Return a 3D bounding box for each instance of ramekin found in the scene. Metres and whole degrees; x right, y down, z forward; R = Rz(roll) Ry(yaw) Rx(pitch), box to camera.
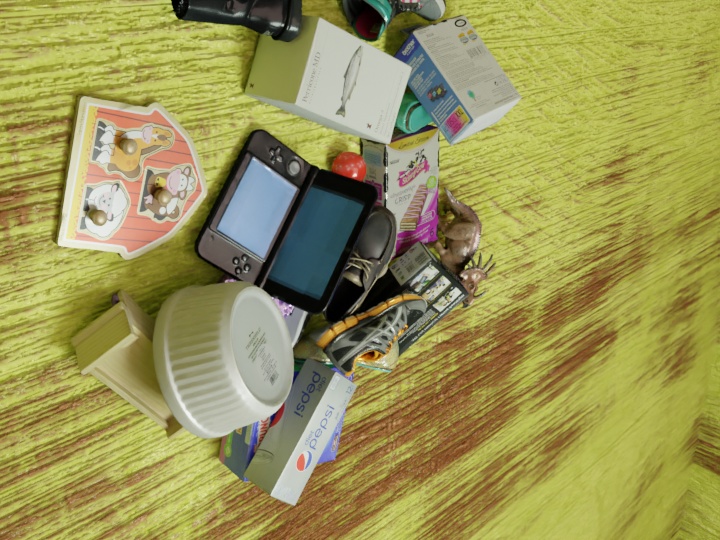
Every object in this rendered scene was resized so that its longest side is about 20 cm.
[{"bbox_3d":[-0.170,0.109,1.042,0.200,0.104,0.204,-15,90,-69],"label":"ramekin"}]

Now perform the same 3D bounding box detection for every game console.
[{"bbox_3d":[-0.100,-0.069,1.087,0.170,0.118,0.202,33,76,-34],"label":"game console"}]

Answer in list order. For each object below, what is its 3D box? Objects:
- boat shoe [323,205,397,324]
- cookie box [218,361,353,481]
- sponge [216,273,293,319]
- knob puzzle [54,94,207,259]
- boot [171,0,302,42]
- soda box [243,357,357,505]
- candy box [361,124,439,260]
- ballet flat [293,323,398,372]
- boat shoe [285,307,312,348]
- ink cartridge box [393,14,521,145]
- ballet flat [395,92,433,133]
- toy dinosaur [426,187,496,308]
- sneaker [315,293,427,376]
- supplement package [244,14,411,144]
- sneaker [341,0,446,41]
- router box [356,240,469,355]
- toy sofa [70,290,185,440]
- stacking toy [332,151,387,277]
[{"bbox_3d":[0.000,0.000,1.202,0.073,0.074,0.202,-69,-178,-70],"label":"boat shoe"},{"bbox_3d":[-0.115,0.223,1.259,0.198,0.075,0.174,1,105,-48],"label":"cookie box"},{"bbox_3d":[-0.112,-0.017,1.168,0.112,0.030,0.201,44,72,-22],"label":"sponge"},{"bbox_3d":[-0.269,-0.109,0.990,0.218,0.030,0.223,-21,120,-41],"label":"knob puzzle"},{"bbox_3d":[-0.149,-0.390,0.965,0.166,0.076,0.204,4,88,-37],"label":"boot"},{"bbox_3d":[-0.089,0.238,1.184,0.063,0.068,0.202,39,76,-47],"label":"soda box"},{"bbox_3d":[0.069,-0.132,1.323,0.135,0.061,0.203,-24,122,-39],"label":"candy box"},{"bbox_3d":[-0.027,0.118,1.272,0.197,0.071,0.072,10,100,-23],"label":"ballet flat"},{"bbox_3d":[-0.095,0.041,1.223,0.057,0.068,0.202,97,19,-73],"label":"boat shoe"},{"bbox_3d":[0.142,-0.314,1.246,0.136,0.076,0.202,-29,84,-39],"label":"ink cartridge box"},{"bbox_3d":[0.114,-0.277,1.306,0.199,0.070,0.068,-26,134,-42],"label":"ballet flat"},{"bbox_3d":[0.187,-0.048,1.430,0.085,0.134,0.203,-16,117,-42],"label":"toy dinosaur"},{"bbox_3d":[0.026,0.098,1.232,0.198,0.078,0.078,-24,166,-27],"label":"sneaker"},{"bbox_3d":[-0.042,-0.265,1.105,0.198,0.116,0.119,11,99,-48],"label":"supplement package"},{"bbox_3d":[0.044,-0.388,1.171,0.198,0.083,0.123,23,84,-41],"label":"sneaker"},{"bbox_3d":[0.071,0.061,1.353,0.200,0.051,0.149,-42,138,10],"label":"router box"},{"bbox_3d":[-0.283,0.127,1.046,0.082,0.098,0.201,-36,134,1],"label":"toy sofa"},{"bbox_3d":[-0.007,-0.086,1.250,0.085,0.085,0.203,-27,120,-37],"label":"stacking toy"}]
